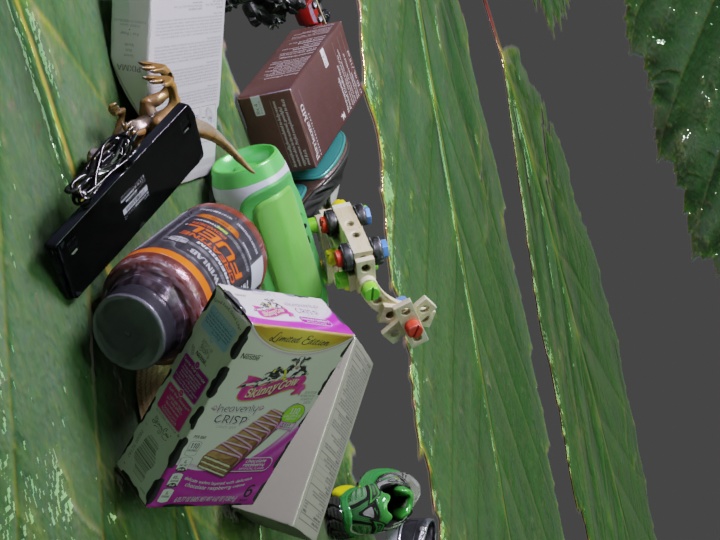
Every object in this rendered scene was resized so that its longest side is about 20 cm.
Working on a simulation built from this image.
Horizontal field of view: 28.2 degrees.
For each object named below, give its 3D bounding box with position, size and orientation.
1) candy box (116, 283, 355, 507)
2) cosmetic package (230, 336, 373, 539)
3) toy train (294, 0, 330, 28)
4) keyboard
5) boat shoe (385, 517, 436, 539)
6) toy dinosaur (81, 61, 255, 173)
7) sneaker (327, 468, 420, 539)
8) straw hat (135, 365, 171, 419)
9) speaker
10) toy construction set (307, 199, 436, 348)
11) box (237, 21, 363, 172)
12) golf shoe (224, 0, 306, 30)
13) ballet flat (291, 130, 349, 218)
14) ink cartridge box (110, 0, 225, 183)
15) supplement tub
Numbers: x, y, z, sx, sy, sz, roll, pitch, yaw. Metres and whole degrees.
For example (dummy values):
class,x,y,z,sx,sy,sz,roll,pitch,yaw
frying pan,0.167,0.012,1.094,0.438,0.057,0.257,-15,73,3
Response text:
class,x,y,z,sx,sy,sz,roll,pitch,yaw
candy box,-0.110,0.115,1.266,0.136,0.061,0.201,8,118,-49
cosmetic package,-0.056,0.166,1.468,0.104,0.072,0.202,62,46,-67
toy train,-0.063,-0.319,1.752,0.046,0.034,0.201,-57,137,-40
keyboard,-0.212,-0.077,1.247,0.200,0.039,0.105,-53,154,-34
boat shoe,0.067,0.408,1.793,0.074,0.067,0.201,53,37,-50
toy dinosaur,-0.183,-0.135,1.327,0.199,0.060,0.107,-15,123,-43
sneaker,0.034,0.285,1.730,0.200,0.084,0.079,-8,90,-69
straw hat,-0.129,0.120,1.380,0.201,0.084,0.203,-8,90,-68
speaker,-0.094,-0.027,1.511,0.089,0.088,0.202,-58,137,-57
toy construction set,0.000,0.000,1.542,0.200,0.091,0.132,46,-31,44
box,-0.066,-0.202,1.655,0.200,0.074,0.101,-61,139,-53
golf shoe,-0.135,-0.328,1.546,0.200,0.077,0.095,17,50,-68
ballet flat,-0.066,-0.083,1.639,0.200,0.067,0.069,-55,144,-45
ink cartridge box,-0.189,-0.187,1.408,0.161,0.050,0.202,-30,129,-66
supplement tub,-0.165,0.018,1.296,0.200,0.106,0.108,-50,129,-61
